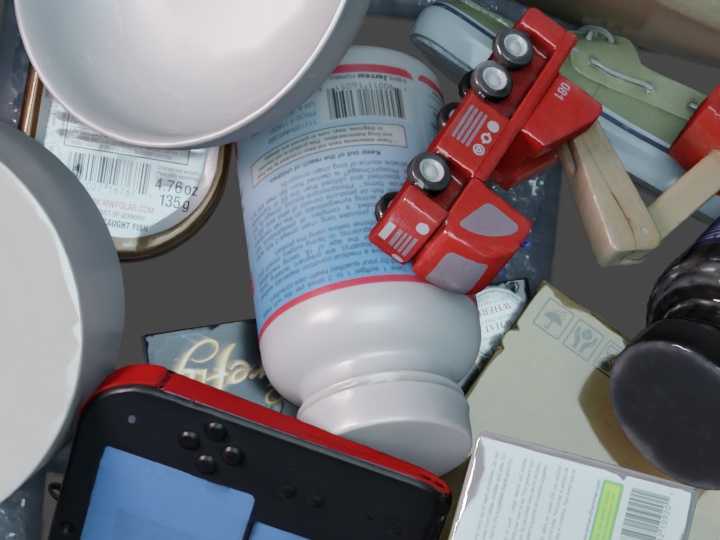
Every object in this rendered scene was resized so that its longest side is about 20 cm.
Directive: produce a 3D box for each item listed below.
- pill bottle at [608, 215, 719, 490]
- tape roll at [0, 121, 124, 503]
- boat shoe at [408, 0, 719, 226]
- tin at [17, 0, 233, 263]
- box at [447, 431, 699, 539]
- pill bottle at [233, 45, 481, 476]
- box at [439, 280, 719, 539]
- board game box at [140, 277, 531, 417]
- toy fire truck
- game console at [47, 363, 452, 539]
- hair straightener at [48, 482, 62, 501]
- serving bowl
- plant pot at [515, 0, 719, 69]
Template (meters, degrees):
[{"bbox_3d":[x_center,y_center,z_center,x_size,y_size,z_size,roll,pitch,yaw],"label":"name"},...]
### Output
[{"bbox_3d":[0.210,0.017,1.441,0.112,0.112,0.200,50,52,-2],"label":"pill bottle"},{"bbox_3d":[-0.221,0.022,1.405,0.202,0.139,0.204,0,94,4],"label":"tape roll"},{"bbox_3d":[0.119,-0.092,1.502,0.199,0.072,0.062,29,86,-14],"label":"boat shoe"},{"bbox_3d":[-0.112,-0.104,1.492,0.111,0.042,0.201,9,86,-10],"label":"tin"},{"bbox_3d":[0.087,0.144,1.352,0.101,0.200,0.113,15,85,3],"label":"box"},{"bbox_3d":[0.000,0.000,1.428,0.108,0.109,0.201,-5,62,-6],"label":"pill bottle"},{"bbox_3d":[0.126,0.128,1.466,0.200,0.021,0.164,35,84,2],"label":"box"},{"bbox_3d":[-0.003,0.085,1.494,0.199,0.035,0.136,-9,88,-6],"label":"board game box"},{"bbox_3d":[0.105,-0.049,1.405,0.141,0.049,0.200,36,55,-3],"label":"toy fire truck"},{"bbox_3d":[-0.063,0.144,1.399,0.176,0.031,0.201,22,128,4],"label":"game console"},{"bbox_3d":[-0.060,0.136,1.438,0.199,0.041,0.077,22,127,4],"label":"hair straightener"},{"bbox_3d":[-0.070,-0.151,1.422,0.199,0.066,0.201,-6,78,28],"label":"serving bowl"},{"bbox_3d":[0.170,-0.202,1.456,0.177,0.200,0.200,31,84,-15],"label":"plant pot"}]
